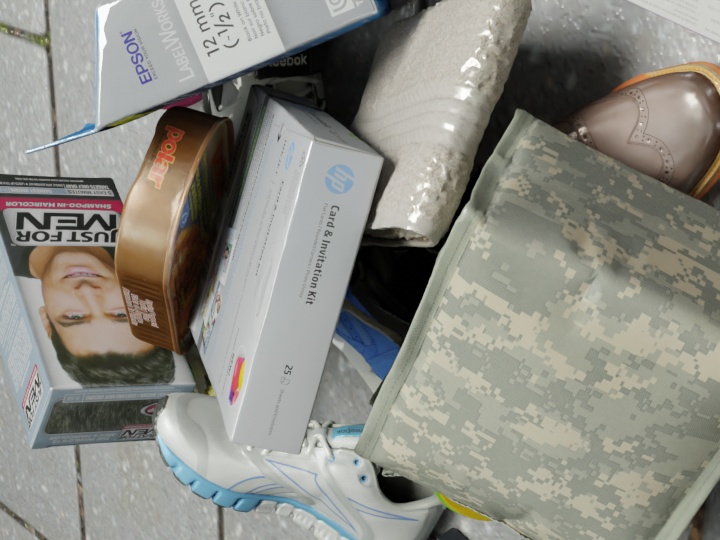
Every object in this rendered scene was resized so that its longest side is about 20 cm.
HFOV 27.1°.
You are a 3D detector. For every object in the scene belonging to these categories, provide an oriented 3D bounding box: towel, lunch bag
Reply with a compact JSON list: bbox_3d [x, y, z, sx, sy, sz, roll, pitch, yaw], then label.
[{"bbox_3d":[0.025,-0.077,0.776,0.200,0.034,0.133,-178,109,-75],"label":"towel"},{"bbox_3d":[0.100,0.052,0.726,0.164,0.118,0.200,27,129,4],"label":"lunch bag"}]

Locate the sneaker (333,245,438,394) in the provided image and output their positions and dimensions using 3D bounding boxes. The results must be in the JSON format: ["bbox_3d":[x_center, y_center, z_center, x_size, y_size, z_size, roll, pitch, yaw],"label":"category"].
[{"bbox_3d":[0.001,0.000,0.900,0.200,0.077,0.111,44,140,26],"label":"sneaker"}]

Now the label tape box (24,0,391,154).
[{"bbox_3d":[-0.088,-0.133,0.825,0.143,0.200,0.066,-70,-40,-79],"label":"label tape box"}]

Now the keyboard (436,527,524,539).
[{"bbox_3d":[0.113,0.227,0.895,0.200,0.021,0.127,38,131,35],"label":"keyboard"}]

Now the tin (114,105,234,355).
[{"bbox_3d":[-0.108,-0.023,0.898,0.042,0.112,0.200,21,157,6],"label":"tin"}]

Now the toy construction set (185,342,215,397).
[{"bbox_3d":[-0.122,0.029,1.054,0.131,0.092,0.200,96,152,-64],"label":"toy construction set"}]

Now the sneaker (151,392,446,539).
[{"bbox_3d":[-0.032,0.115,0.937,0.087,0.200,0.075,-53,19,34],"label":"sneaker"}]

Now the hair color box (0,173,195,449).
[{"bbox_3d":[-0.191,0.023,0.999,0.200,0.099,0.061,62,139,37],"label":"hair color box"}]

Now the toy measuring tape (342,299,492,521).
[{"bbox_3d":[0.040,0.085,0.828,0.200,0.074,0.074,33,143,-15],"label":"toy measuring tape"}]

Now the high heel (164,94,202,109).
[{"bbox_3d":[-0.147,-0.210,1.019,0.096,0.067,0.200,-17,103,42],"label":"high heel"}]

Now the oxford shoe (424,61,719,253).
[{"bbox_3d":[0.108,-0.044,0.756,0.200,0.073,0.071,-33,77,51],"label":"oxford shoe"}]

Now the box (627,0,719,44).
[{"bbox_3d":[0.134,-0.152,0.711,0.200,0.039,0.041,35,130,39],"label":"box"}]

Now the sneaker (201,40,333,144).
[{"bbox_3d":[-0.057,-0.138,0.926,0.089,0.074,0.200,-33,78,53],"label":"sneaker"}]

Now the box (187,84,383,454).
[{"bbox_3d":[-0.047,-0.010,0.807,0.200,0.041,0.156,-130,55,-72],"label":"box"}]
